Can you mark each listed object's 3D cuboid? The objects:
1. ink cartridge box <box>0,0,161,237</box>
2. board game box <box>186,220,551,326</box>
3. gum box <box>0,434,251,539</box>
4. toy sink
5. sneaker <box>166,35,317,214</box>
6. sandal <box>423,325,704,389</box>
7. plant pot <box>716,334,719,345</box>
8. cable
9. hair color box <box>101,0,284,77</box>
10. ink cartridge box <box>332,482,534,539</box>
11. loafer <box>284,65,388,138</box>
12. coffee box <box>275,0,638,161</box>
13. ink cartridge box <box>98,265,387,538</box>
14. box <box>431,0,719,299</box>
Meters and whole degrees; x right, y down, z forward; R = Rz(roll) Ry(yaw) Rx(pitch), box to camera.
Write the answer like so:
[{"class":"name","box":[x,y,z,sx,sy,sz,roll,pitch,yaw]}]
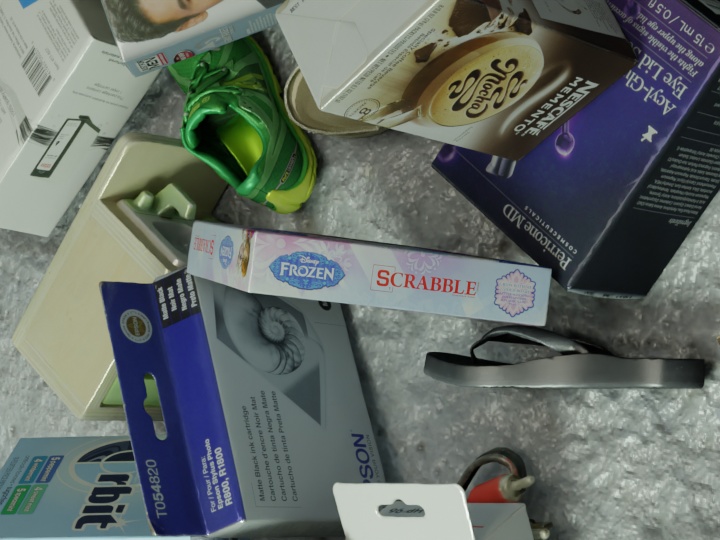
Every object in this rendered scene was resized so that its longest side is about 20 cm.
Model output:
[{"class":"ink cartridge box","box":[-0.268,-0.151,1.671,0.200,0.084,0.146,-52,49,24]},{"class":"board game box","box":[0.000,0.000,1.339,0.200,0.199,0.041,-169,86,-73]},{"class":"gum box","box":[-0.178,0.177,1.484,0.199,0.170,0.045,-3,110,7]},{"class":"toy sink","box":[-0.155,0.011,1.553,0.112,0.130,0.200,43,111,32]},{"class":"sneaker","box":[-0.104,-0.130,1.552,0.074,0.083,0.200,-50,57,24]},{"class":"sandal","box":[0.139,0.059,1.359,0.199,0.076,0.043,-1,87,27]},{"class":"plant pot","box":[0.328,0.105,1.140,0.200,0.200,0.199,-20,83,35]},{"class":"cable","box":[0.056,0.187,1.421,0.199,0.050,0.098,-18,81,35]},{"class":"hair color box","box":[-0.098,-0.230,1.497,0.199,0.061,0.099,-21,85,0]},{"class":"ink cartridge box","box":[0.064,0.224,1.358,0.116,0.068,0.201,-4,107,37]},{"class":"loafer","box":[0.016,-0.140,1.469,0.199,0.068,0.076,-5,84,38]},{"class":"coffee box","box":[0.062,-0.143,1.218,0.113,0.200,0.080,-40,60,29]},{"class":"ink cartridge box","box":[-0.079,0.094,1.430,0.041,0.199,0.200,-35,61,41]},{"class":"box","box":[0.168,-0.102,1.325,0.148,0.104,0.200,43,111,31]}]
